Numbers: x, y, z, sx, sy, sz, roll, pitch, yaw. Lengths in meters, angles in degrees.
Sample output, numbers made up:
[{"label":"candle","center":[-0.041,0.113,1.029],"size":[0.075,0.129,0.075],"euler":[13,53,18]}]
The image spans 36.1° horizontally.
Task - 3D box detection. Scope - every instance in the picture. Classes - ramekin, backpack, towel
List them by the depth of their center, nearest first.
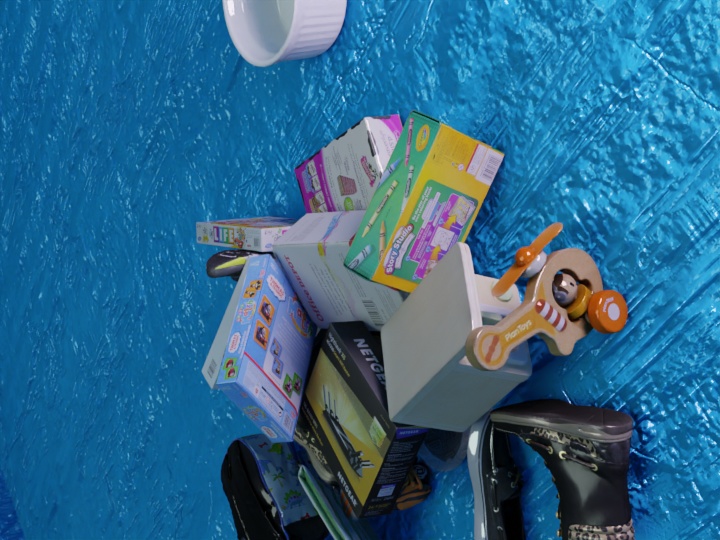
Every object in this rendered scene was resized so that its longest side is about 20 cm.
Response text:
[{"label":"ramekin","center":[-0.105,-0.390,1.552],"size":[0.200,0.098,0.201],"euler":[21,116,52]},{"label":"towel","center":[-0.014,0.361,1.572],"size":[0.023,0.200,0.153],"euler":[-40,55,2]},{"label":"backpack","center":[-0.128,0.355,1.736],"size":[0.200,0.147,0.183],"euler":[61,143,24]}]

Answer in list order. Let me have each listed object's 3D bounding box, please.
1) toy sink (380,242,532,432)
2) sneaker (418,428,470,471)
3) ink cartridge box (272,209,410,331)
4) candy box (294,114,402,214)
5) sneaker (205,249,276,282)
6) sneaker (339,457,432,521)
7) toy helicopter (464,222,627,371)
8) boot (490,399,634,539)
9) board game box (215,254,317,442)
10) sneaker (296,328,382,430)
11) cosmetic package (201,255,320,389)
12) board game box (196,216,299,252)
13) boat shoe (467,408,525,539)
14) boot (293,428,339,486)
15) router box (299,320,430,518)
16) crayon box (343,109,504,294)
[{"label":"toy sink","center":[0.120,0.080,1.268],"size":[0.200,0.112,0.131],"euler":[127,146,-45]},{"label":"sneaker","center":[0.091,0.165,1.453],"size":[0.099,0.078,0.200],"euler":[-102,-5,-77]},{"label":"ink cartridge box","center":[0.000,0.000,1.450],"size":[0.200,0.086,0.148],"euler":[2,127,47]},{"label":"candy box","center":[-0.004,-0.113,1.511],"size":[0.200,0.061,0.137],"euler":[-26,78,55]},{"label":"sneaker","center":[-0.140,0.013,1.611],"size":[0.074,0.200,0.081],"euler":[5,91,46]},{"label":"sneaker","center":[0.049,0.260,1.488],"size":[0.078,0.112,0.200],"euler":[66,148,34]},{"label":"toy helicopter","center":[0.182,0.037,1.161],"size":[0.079,0.200,0.132],"euler":[-6,110,56]},{"label":"boot","center":[0.229,0.227,1.248],"size":[0.200,0.073,0.151],"euler":[-1,99,52]},{"label":"board game box","center":[-0.118,0.103,1.463],"size":[0.037,0.151,0.200],"euler":[-8,49,26]},{"label":"sneaker","center":[-0.023,0.137,1.534],"size":[0.114,0.076,0.200],"euler":[16,70,47]},{"label":"cosmetic package","center":[-0.124,0.083,1.596],"size":[0.052,0.151,0.200],"euler":[50,122,49]},{"label":"board game box","center":[-0.141,-0.056,1.659],"size":[0.200,0.134,0.034],"euler":[8,101,54]},{"label":"boat shoe","center":[0.174,0.266,1.362],"size":[0.057,0.069,0.200],"euler":[4,104,35]},{"label":"boot","center":[-0.052,0.205,1.656],"size":[0.200,0.073,0.151],"euler":[53,134,42]},{"label":"router box","center":[0.000,0.186,1.402],"size":[0.200,0.052,0.157],"euler":[55,135,44]},{"label":"crayon box","center":[0.075,-0.072,1.299],"size":[0.058,0.119,0.200],"euler":[31,99,47]}]
